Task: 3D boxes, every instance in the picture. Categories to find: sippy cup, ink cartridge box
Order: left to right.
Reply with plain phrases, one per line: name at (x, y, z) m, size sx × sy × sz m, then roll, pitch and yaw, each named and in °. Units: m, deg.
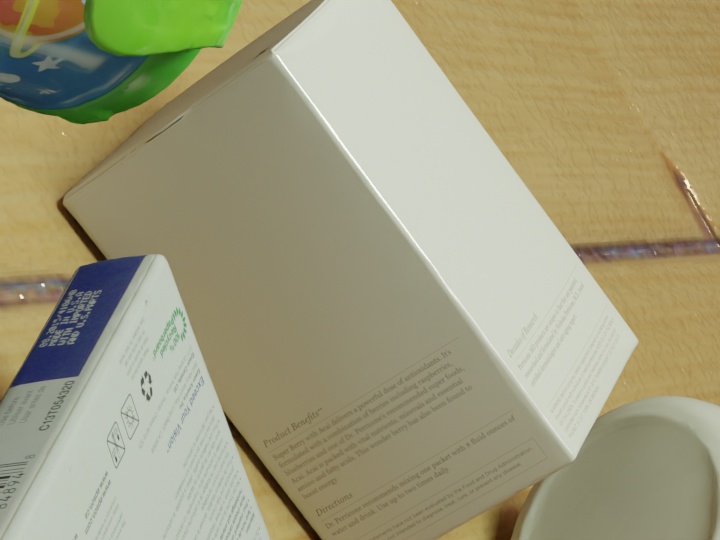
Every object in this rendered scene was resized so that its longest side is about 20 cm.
sippy cup at (-0.127, -0.120, 0.841) m, size 0.130 × 0.178 × 0.140 m, roll 4°, pitch 77°, yaw -50°
ink cartridge box at (-0.077, 0.128, 0.899) m, size 0.196 × 0.043 × 0.200 m, roll -68°, pitch 145°, yaw -57°

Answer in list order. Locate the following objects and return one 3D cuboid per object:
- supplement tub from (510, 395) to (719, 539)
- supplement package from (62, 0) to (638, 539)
supplement tub at (0.174, 0.154, 1.189) m, size 0.200 × 0.140 × 0.141 m, roll 33°, pitch 37°, yaw -37°
supplement package at (0.000, 0.000, 1.090) m, size 0.200 × 0.121 × 0.120 m, roll 54°, pitch 29°, yaw -8°
